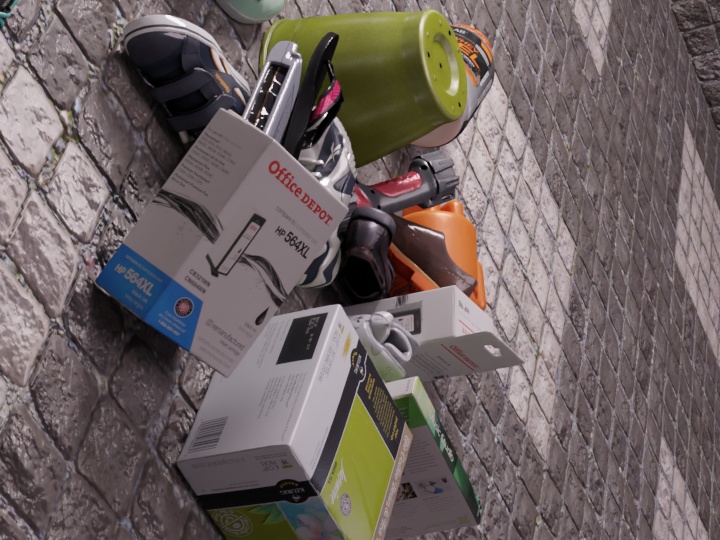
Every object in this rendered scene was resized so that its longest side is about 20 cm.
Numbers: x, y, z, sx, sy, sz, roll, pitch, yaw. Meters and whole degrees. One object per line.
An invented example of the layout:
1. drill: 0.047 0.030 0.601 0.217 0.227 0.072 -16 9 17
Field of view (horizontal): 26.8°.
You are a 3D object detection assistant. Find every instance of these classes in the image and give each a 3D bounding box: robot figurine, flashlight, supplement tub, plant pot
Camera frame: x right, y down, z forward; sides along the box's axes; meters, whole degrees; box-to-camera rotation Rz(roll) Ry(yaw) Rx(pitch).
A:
1. robot figurine: 0.091 0.004 1.914 0.144 0.116 0.201 55 31 -61
2. flashlight: 0.028 -0.098 1.785 0.199 0.068 0.068 -22 144 -37
3. supplement tub: 0.113 -0.258 2.059 0.123 0.122 0.200 68 26 -21
4. plant pot: 0.015 -0.217 1.756 0.200 0.192 0.202 37 47 -55

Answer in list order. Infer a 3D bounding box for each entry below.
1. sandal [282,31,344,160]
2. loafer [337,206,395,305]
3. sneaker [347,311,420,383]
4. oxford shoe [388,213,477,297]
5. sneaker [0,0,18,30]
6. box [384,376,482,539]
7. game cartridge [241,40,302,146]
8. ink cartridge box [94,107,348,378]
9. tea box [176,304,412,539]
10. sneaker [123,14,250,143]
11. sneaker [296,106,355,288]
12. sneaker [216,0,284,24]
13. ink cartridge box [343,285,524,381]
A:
1. sandal: -0.047 -0.165 1.615 0.075 0.045 0.201 96 9 -61
2. loafer: 0.000 0.000 1.730 0.200 0.071 0.063 96 13 -62
3. sneaker: 0.015 0.133 1.697 0.201 0.114 0.075 69 28 -20
4. oxford shoe: 0.059 -0.033 1.833 0.200 0.072 0.071 49 -13 6
5. sneaker: -0.310 -0.204 1.187 0.077 0.091 0.202 26 56 -58
6. box: 0.034 0.213 1.669 0.036 0.143 0.201 -75 144 -52
7. game cartridge: -0.103 -0.124 1.542 0.134 0.041 0.201 107 0 -47
8. ink cartridge box: -0.124 -0.025 1.391 0.201 0.084 0.146 -54 141 -4
9. tea box: -0.059 0.178 1.504 0.197 0.133 0.201 61 31 -31
10. sneaker: -0.164 -0.179 1.498 0.200 0.078 0.080 36 43 -57
11. sneaker: -0.069 -0.083 1.634 0.129 0.079 0.201 7 93 -66
12. sneaker: -0.105 -0.331 1.638 0.200 0.117 0.074 23 57 -62
13. ink cartridge box: 0.081 0.077 1.760 0.116 0.199 0.067 39 45 -54
